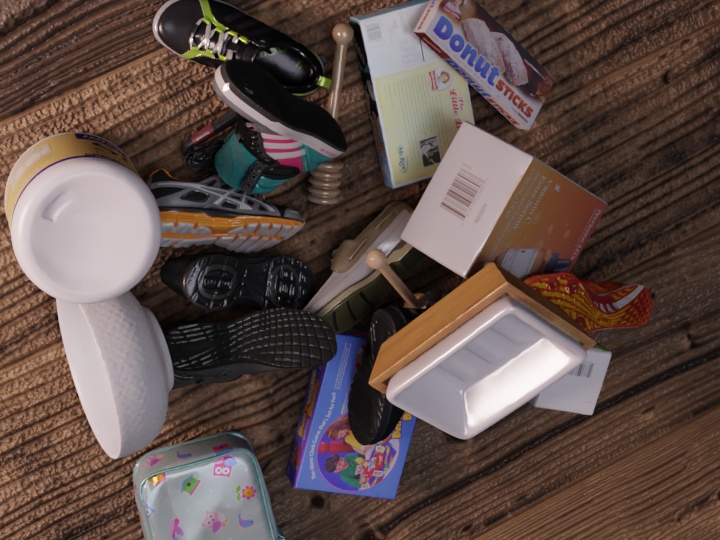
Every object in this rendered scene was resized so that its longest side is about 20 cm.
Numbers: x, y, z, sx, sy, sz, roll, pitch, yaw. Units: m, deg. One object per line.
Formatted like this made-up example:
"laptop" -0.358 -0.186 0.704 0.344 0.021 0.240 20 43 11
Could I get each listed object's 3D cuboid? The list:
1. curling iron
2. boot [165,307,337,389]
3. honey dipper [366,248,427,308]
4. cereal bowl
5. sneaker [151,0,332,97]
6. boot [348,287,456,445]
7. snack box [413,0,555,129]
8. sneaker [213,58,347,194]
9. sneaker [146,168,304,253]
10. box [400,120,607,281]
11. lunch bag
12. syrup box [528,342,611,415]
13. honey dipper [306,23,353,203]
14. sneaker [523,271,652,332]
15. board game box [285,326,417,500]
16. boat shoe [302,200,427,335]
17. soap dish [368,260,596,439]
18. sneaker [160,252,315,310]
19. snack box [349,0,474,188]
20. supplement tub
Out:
"curling iron" -0.118 -0.178 1.447 0.200 0.026 0.050 -41 135 -8
"boot" -0.133 0.093 1.473 0.199 0.131 0.068 -2 73 -11
"honey dipper" 0.047 0.023 1.497 0.038 0.038 0.200 -46 149 -1
"cereal bowl" -0.256 0.094 1.391 0.083 0.200 0.201 -18 111 -23
"sneaker" -0.123 -0.241 1.381 0.199 0.083 0.072 18 98 -11
"boot" 0.080 0.113 1.525 0.162 0.073 0.199 -6 124 -32
"snack box" 0.144 -0.244 1.482 0.200 0.024 0.072 36 79 -36
"sneaker" -0.116 -0.144 1.370 0.121 0.084 0.200 -32 147 22
"sneaker" -0.150 -0.069 1.440 0.199 0.078 0.078 5 63 -37
"box" 0.168 -0.058 1.488 0.200 0.106 0.153 20 101 -52
"lunch bag" -0.177 0.298 1.542 0.160 0.077 0.201 -16 111 -15
"syrup box" 0.207 0.095 1.540 0.078 0.200 0.082 10 103 -21
"honey dipper" -0.032 -0.176 1.456 0.038 0.038 0.201 1 107 -19
"sneaker" 0.251 0.042 1.511 0.199 0.077 0.073 9 84 -37
"board game box" 0.000 0.172 1.579 0.134 0.045 0.201 11 102 -21
"boat shoe" 0.000 0.000 1.513 0.200 0.068 0.075 -40 154 -11
"soap dish" 0.128 0.087 1.403 0.200 0.081 0.157 -38 131 26
"sneaker" -0.136 0.008 1.471 0.200 0.091 0.076 13 91 -43
"snack box" 0.065 -0.205 1.489 0.116 0.037 0.201 -17 111 -15
"supplement tub" -0.287 -0.061 1.328 0.145 0.200 0.146 -5 108 -17
